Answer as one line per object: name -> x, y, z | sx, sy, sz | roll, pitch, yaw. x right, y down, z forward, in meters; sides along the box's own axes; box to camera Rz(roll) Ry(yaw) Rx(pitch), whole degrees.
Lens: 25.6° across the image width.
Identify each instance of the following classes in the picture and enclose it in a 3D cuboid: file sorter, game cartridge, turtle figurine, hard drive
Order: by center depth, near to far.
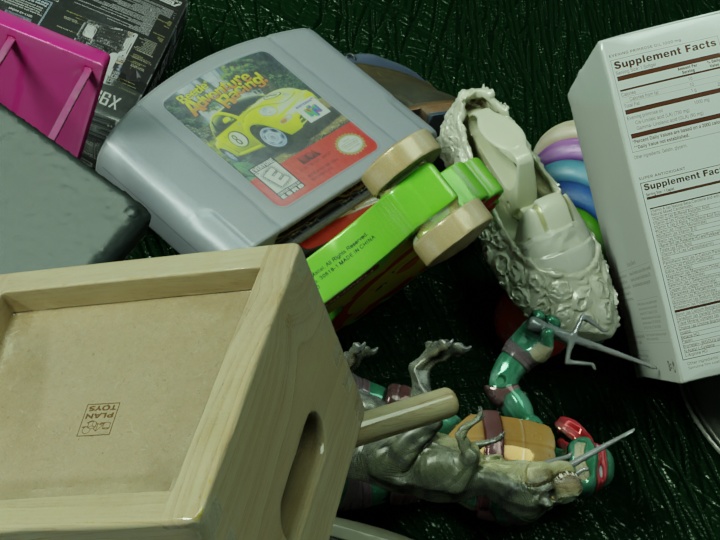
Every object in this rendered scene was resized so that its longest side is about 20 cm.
hard drive -> -0.213, 0.003, 0.757 | 0.140, 0.033, 0.200 | 35, 59, 2
file sorter -> -0.267, -0.073, 0.885 | 0.200, 0.139, 0.125 | 21, 42, -5
turtle figurine -> 0.078, 0.100, 0.911 | 0.200, 0.101, 0.150 | 3, 37, -7
game cartridge -> -0.060, -0.080, 0.986 | 0.133, 0.041, 0.200 | 38, 47, 19

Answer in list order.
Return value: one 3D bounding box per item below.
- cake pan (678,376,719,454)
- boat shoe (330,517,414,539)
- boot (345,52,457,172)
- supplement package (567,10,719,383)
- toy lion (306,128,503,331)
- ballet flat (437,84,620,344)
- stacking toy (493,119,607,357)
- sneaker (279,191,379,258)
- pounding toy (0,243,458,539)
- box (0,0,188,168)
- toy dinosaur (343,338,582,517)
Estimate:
cake pan -> 0.316, 0.087, 1.096 | 0.200, 0.037, 0.200 | 14, 42, -13
boat shoe -> -0.035, 0.159, 0.837 | 0.200, 0.073, 0.063 | 15, 84, -21
boot -> -0.012, -0.109, 1.126 | 0.200, 0.075, 0.097 | 3, 28, -26
supplement package -> 0.228, -0.044, 0.970 | 0.147, 0.191, 0.200 | -13, 87, 1
toy lion -> 0.000, 0.000, 0.939 | 0.200, 0.192, 0.069 | -37, 83, -4
ballet flat -> 0.104, -0.042, 1.017 | 0.072, 0.072, 0.200 | -7, 51, -33
stacking toy -> 0.136, -0.017, 1.086 | 0.085, 0.085, 0.200 | 27, 44, 1
sneaker -> -0.032, -0.051, 1.039 | 0.201, 0.067, 0.108 | -23, 62, -39
pounding toy -> -0.076, 0.082, 0.684 | 0.184, 0.142, 0.200 | -5, 38, 20
box -> -0.231, -0.161, 1.066 | 0.200, 0.050, 0.158 | 21, 41, -6
toy dinosaur -> 0.018, 0.082, 0.841 | 0.200, 0.047, 0.088 | 2, 77, 14
